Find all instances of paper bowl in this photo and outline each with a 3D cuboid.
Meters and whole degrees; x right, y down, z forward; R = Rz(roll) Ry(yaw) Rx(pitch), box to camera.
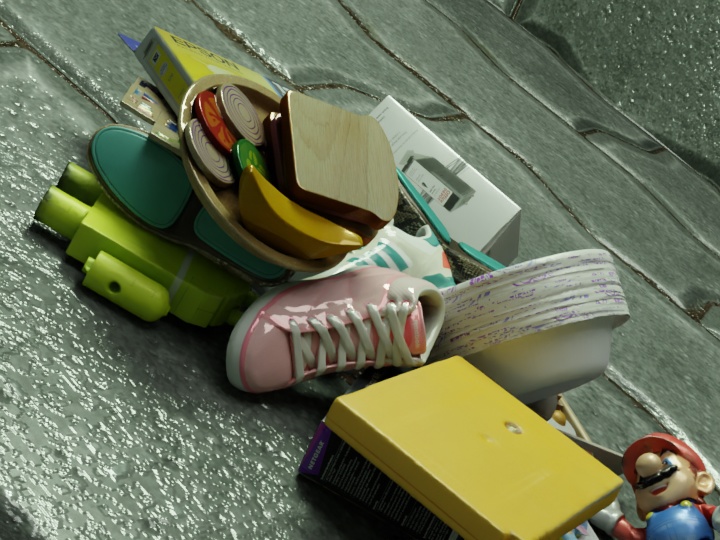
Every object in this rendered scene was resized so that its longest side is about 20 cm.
[{"bbox_3d":[0.144,0.061,1.262,0.200,0.199,0.106,3,68,-55],"label":"paper bowl"}]

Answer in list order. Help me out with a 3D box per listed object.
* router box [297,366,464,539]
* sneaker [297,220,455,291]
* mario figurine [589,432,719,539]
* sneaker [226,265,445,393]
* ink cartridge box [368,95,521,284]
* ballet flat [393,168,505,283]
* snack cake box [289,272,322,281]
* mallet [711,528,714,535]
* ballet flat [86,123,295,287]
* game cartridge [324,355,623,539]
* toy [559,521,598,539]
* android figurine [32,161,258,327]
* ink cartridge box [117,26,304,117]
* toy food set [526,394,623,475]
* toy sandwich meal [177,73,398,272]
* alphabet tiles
[{"bbox_3d":[0.049,0.142,1.128,0.148,0.052,0.200,29,18,7],"label":"router box"},{"bbox_3d":[0.001,0.000,1.279,0.198,0.070,0.095,-4,72,-37],"label":"sneaker"},{"bbox_3d":[0.267,0.216,1.242,0.121,0.107,0.201,3,37,-3],"label":"mario figurine"},{"bbox_3d":[-0.010,0.048,1.130,0.104,0.077,0.199,13,25,39],"label":"sneaker"},{"bbox_3d":[0.079,-0.075,1.547,0.200,0.083,0.147,42,-11,16],"label":"ink cartridge box"},{"bbox_3d":[0.078,-0.013,1.387,0.199,0.075,0.068,41,11,-13],"label":"ballet flat"},{"bbox_3d":[-0.041,-0.051,1.412,0.114,0.068,0.201,25,23,-23],"label":"snack cake box"},{"bbox_3d":[0.357,0.308,1.309,0.200,0.041,0.066,47,26,16],"label":"mallet"},{"bbox_3d":[-0.139,-0.048,1.165,0.199,0.071,0.065,37,-7,1],"label":"ballet flat"},{"bbox_3d":[0.089,0.139,1.061,0.176,0.033,0.199,37,24,23],"label":"game cartridge"},{"bbox_3d":[0.172,0.200,1.229,0.114,0.047,0.201,26,23,-29],"label":"toy"},{"bbox_3d":[-0.170,-0.015,1.167,0.198,0.041,0.183,31,20,-11],"label":"android figurine"},{"bbox_3d":[-0.105,-0.155,1.296,0.196,0.047,0.201,19,25,-39],"label":"ink cartridge box"},{"bbox_3d":[0.179,0.115,1.408,0.142,0.061,0.201,22,25,-31],"label":"toy food set"},{"bbox_3d":[-0.055,-0.086,1.130,0.204,0.070,0.207,32,39,-30],"label":"toy sandwich meal"},{"bbox_3d":[-0.114,-0.102,1.219,0.198,0.006,0.167,32,16,-11],"label":"alphabet tiles"}]
